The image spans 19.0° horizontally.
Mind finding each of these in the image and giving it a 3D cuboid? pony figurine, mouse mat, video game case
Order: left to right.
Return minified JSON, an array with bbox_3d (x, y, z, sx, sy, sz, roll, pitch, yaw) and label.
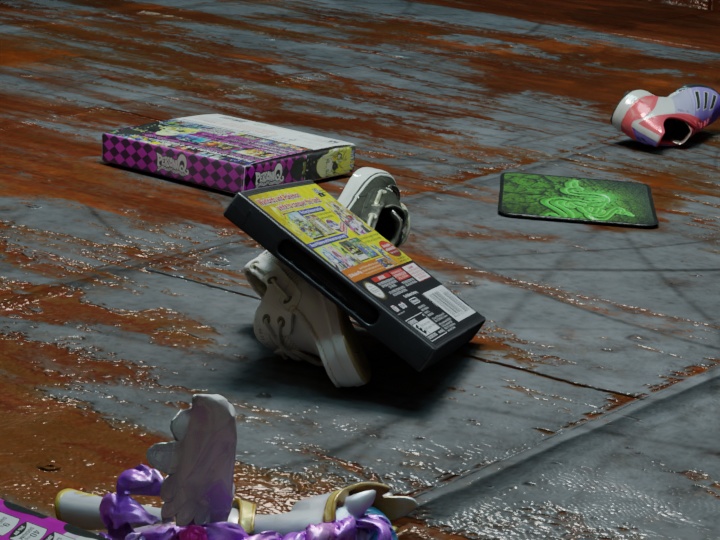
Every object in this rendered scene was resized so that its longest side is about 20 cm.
[{"bbox_3d":[-0.086,0.140,1.070,0.198,0.168,0.193,-8,3,18],"label":"pony figurine"},{"bbox_3d":[-0.136,-0.122,2.230,0.199,0.036,0.181,14,18,35],"label":"video game case"},{"bbox_3d":[0.000,0.000,1.599,0.180,0.026,0.200,39,12,8],"label":"video game case"},{"bbox_3d":[0.221,-0.074,2.201,0.159,0.008,0.200,5,16,3],"label":"mouse mat"}]

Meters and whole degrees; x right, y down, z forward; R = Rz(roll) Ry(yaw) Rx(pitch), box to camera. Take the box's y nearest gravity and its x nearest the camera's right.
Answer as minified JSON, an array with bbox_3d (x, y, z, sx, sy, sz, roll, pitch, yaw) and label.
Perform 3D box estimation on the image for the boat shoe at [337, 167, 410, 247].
[{"bbox_3d":[0.009,-0.036,1.887,0.063,0.071,0.200,7,23,15],"label":"boat shoe"}]

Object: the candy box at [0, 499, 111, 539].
[{"bbox_3d":[-0.119,0.185,0.916,0.199,0.061,0.136,14,45,33],"label":"candy box"}]

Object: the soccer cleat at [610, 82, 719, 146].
[{"bbox_3d":[0.376,-0.176,2.542,0.199,0.069,0.073,-7,41,-49],"label":"soccer cleat"}]

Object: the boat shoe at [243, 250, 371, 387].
[{"bbox_3d":[-0.045,0.039,1.602,0.069,0.071,0.200,-24,27,-3],"label":"boat shoe"}]
